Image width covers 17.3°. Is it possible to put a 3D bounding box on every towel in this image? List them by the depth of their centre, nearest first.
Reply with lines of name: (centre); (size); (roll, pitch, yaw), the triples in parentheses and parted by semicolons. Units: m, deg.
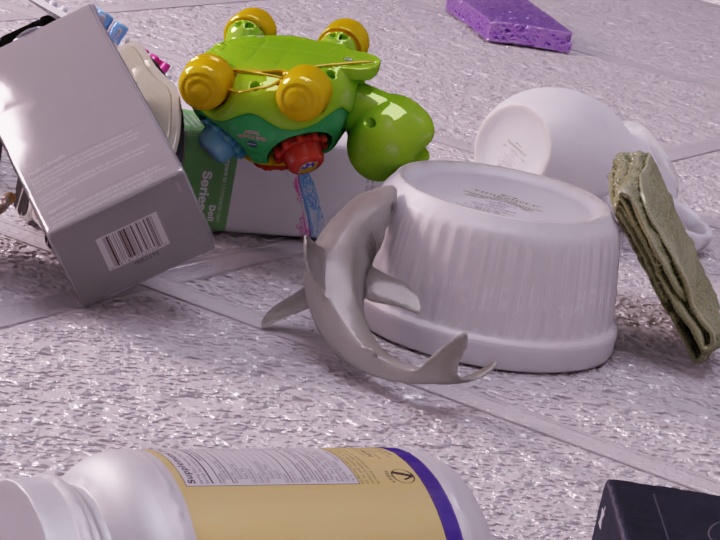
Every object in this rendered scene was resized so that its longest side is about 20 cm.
towel: (0.231, -0.015, 1.774); (0.036, 0.149, 0.200); (-26, 7, 10)

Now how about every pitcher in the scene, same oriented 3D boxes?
pitcher: (0.204, -0.078, 2.034); (0.200, 0.121, 0.172); (9, 27, -50)

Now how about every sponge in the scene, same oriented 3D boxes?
sponge: (0.187, -0.317, 2.987); (0.111, 0.030, 0.200); (6, 17, -16)

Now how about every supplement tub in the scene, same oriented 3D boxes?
supplement tub: (-0.055, 0.147, 0.992); (0.200, 0.146, 0.145); (1, 18, -28)

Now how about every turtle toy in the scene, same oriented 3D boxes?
turtle toy: (-0.042, -0.123, 1.766); (0.200, 0.101, 0.146); (9, 27, 14)

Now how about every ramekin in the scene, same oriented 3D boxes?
ramekin: (0.095, -0.009, 1.708); (0.200, 0.105, 0.200); (10, 16, -3)

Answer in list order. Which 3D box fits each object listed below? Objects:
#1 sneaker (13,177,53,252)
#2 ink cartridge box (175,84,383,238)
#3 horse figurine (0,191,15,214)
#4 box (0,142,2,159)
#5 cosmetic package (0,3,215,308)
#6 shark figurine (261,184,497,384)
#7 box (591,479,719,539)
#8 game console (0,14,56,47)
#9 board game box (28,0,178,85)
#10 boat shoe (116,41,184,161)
sneaker: (-0.204, -0.053, 1.770); (0.083, 0.081, 0.200); (18, 20, -30)
ink cartridge box: (-0.071, -0.087, 1.910); (0.200, 0.088, 0.145); (2, 18, -21)
horse figurine: (-0.336, -0.053, 1.667); (0.200, 0.050, 0.133); (20, 34, 5)
box: (-0.396, -0.125, 1.907); (0.158, 0.048, 0.200); (2, 17, -30)
cosmetic package: (-0.190, -0.083, 1.642); (0.107, 0.090, 0.200); (-25, 46, -4)
shark figurine: (-0.006, 0.017, 1.564); (0.128, 0.090, 0.215); (-27, 41, -1)
box: (0.199, 0.193, 1.030); (0.196, 0.124, 0.200); (11, 16, -3)
game console: (-0.261, -0.149, 2.133); (0.176, 0.117, 0.200); (-27, 28, -15)
board game box: (-0.217, -0.207, 2.185); (0.200, 0.026, 0.200); (33, -1, -38)
boat shoe: (-0.158, -0.105, 1.767); (0.072, 0.068, 0.200); (-29, 30, 3)
